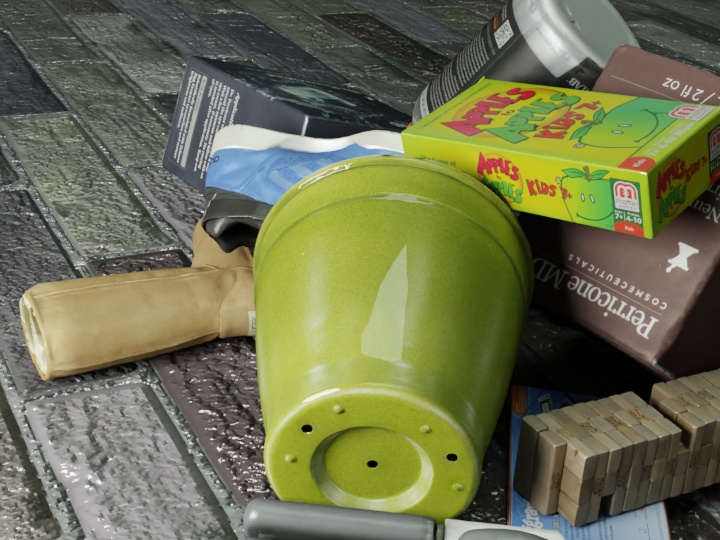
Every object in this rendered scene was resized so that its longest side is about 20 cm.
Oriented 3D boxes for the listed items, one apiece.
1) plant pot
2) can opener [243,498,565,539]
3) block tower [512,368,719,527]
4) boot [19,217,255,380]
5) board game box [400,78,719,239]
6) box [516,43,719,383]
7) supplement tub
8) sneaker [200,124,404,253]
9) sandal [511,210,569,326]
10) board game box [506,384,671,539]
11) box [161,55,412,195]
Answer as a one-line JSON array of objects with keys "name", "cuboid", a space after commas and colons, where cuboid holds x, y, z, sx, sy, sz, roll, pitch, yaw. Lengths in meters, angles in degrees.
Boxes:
[{"name": "plant pot", "cuboid": [0.015, 0.061, 0.774, 0.199, 0.201, 0.193, 6, 36, 2]}, {"name": "can opener", "cuboid": [0.027, 0.159, 0.690, 0.198, 0.067, 0.053, 3, 48, 7]}, {"name": "block tower", "cuboid": [0.197, 0.112, 0.791, 0.199, 0.058, 0.054, -11, 30, -27]}, {"name": "boot", "cuboid": [-0.174, 0.012, 0.966, 0.199, 0.067, 0.175, -9, 28, -25]}, {"name": "board game box", "cuboid": [0.136, -0.082, 0.824, 0.199, 0.048, 0.101, 16, 40, 41]}, {"name": "box", "cuboid": [0.238, -0.028, 0.899, 0.166, 0.201, 0.164, 32, 1, 41]}, {"name": "supplement tub", "cuboid": [0.127, -0.141, 1.000, 0.122, 0.200, 0.123, 26, 42, -26]}, {"name": "sneaker", "cuboid": [-0.028, -0.049, 0.945, 0.198, 0.077, 0.112, 6, 67, 7]}, {"name": "sandal", "cuboid": [0.155, -0.008, 1.104, 0.075, 0.045, 0.200, -10, 43, -18]}, {"name": "board game box", "cuboid": [0.149, 0.141, 0.805, 0.102, 0.020, 0.200, 9, 26, 4]}, {"name": "box", "cuboid": [-0.047, -0.110, 1.135, 0.196, 0.118, 0.200, 3, 21, -42]}]
